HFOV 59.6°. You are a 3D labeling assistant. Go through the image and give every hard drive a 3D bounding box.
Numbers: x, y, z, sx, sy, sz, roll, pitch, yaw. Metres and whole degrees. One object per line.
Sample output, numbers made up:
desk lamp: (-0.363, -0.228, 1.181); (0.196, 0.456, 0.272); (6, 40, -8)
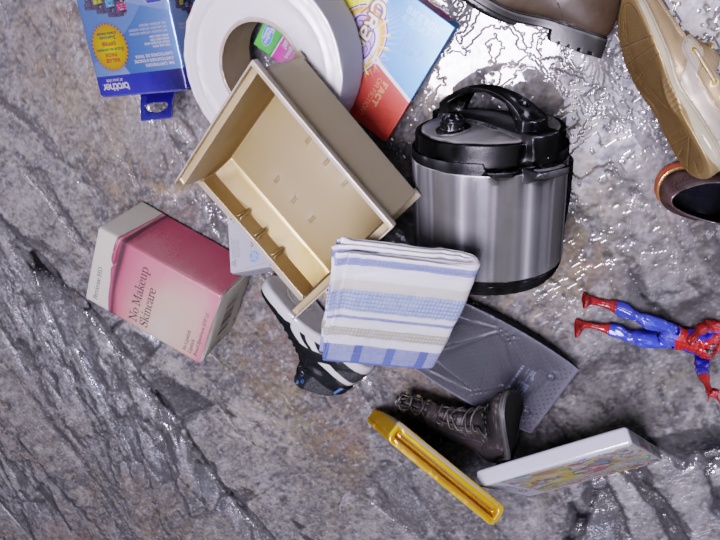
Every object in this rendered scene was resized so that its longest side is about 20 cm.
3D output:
hard drive: (0.175, 0.120, 0.848); (0.197, 0.042, 0.137); (28, 119, 3)

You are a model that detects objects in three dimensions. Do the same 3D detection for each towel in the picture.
towel: (0.032, 0.042, 0.657); (0.143, 0.024, 0.202); (6, 141, -5)

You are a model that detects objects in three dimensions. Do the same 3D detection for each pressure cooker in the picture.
pressure cooker: (0.140, -0.096, 0.684); (0.171, 0.179, 0.205); (4, 116, 19)

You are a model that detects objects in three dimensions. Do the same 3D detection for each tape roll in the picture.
tape roll: (-0.099, -0.235, 0.713); (0.197, 0.071, 0.207); (11, 122, 18)

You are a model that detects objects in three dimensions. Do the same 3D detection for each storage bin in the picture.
storage bin: (-0.073, -0.084, 0.674); (0.201, 0.094, 0.198); (48, 127, -2)

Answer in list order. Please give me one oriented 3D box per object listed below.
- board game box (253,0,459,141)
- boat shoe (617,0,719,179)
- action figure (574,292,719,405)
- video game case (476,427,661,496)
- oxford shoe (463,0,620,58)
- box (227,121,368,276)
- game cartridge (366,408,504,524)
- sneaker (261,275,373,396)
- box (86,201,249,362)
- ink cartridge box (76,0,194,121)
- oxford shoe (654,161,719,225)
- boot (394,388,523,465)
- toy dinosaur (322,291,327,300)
board game box: (-0.007, -0.274, 0.730); (0.198, 0.040, 0.154); (35, 119, 0)
boat shoe: (0.331, -0.198, 0.642); (0.068, 0.074, 0.203); (-27, 94, 2)
action figure: (0.361, 0.089, 0.745); (0.195, 0.099, 0.067); (11, 118, 10)
video game case: (0.276, 0.256, 0.822); (0.197, 0.023, 0.181); (-27, 147, 26)
oxford shoe: (0.173, -0.294, 0.649); (0.195, 0.073, 0.086); (18, 116, -4)
box: (-0.078, -0.086, 0.797); (0.195, 0.041, 0.160); (-10, 79, 20)
game cartridge: (0.092, 0.262, 0.867); (0.175, 0.200, 0.033); (39, 78, -1)
sneaker: (-0.085, 0.109, 0.910); (0.199, 0.073, 0.112); (40, 118, -4)
box: (-0.275, 0.015, 0.910); (0.197, 0.109, 0.130); (27, 120, 4)
ink cartridge box: (-0.269, -0.297, 0.788); (0.133, 0.077, 0.205); (0, 115, 18)
oxford shoe: (0.419, -0.067, 0.665); (0.195, 0.073, 0.073); (7, 116, 15)
boot: (0.125, 0.201, 0.845); (0.170, 0.070, 0.202); (15, 146, 21)
toy dinosaur: (-0.081, -0.020, 0.872); (0.200, 0.058, 0.102); (43, 135, 5)
